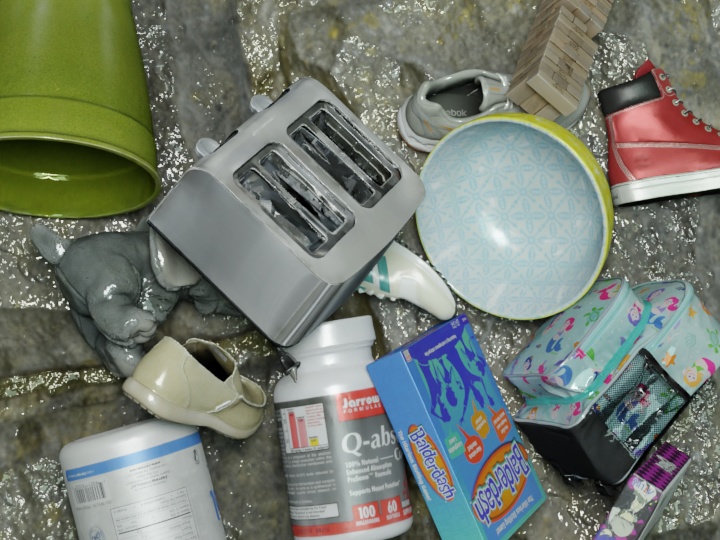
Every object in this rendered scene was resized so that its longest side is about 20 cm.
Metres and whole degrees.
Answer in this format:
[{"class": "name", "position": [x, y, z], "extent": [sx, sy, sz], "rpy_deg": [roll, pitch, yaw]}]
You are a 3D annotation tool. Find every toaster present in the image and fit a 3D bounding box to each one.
[{"class": "toaster", "position": [-0.058, -0.047, 1.200], "extent": [0.200, 0.119, 0.181], "rpy_deg": [44, 48, 2]}]

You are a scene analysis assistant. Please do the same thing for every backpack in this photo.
[{"class": "backpack", "position": [0.245, 0.091, 1.302], "extent": [0.199, 0.177, 0.151], "rpy_deg": [-39, 97, -14]}]

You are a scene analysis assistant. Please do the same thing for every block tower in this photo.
[{"class": "block tower", "position": [0.200, -0.230, 1.337], "extent": [0.054, 0.058, 0.202], "rpy_deg": [35, 52, -15]}]

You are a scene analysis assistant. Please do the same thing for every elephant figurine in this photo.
[{"class": "elephant figurine", "position": [-0.173, -0.002, 1.277], "extent": [0.199, 0.156, 0.141], "rpy_deg": [-34, 48, -21]}]

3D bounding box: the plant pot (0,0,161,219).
[{"class": "plant pot", "position": [-0.275, -0.172, 1.239], "extent": [0.197, 0.201, 0.196], "rpy_deg": [3, 73, -9]}]

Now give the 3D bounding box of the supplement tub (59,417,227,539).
[{"class": "supplement tub", "position": [-0.188, 0.239, 1.237], "extent": [0.130, 0.132, 0.203], "rpy_deg": [-15, 89, -10]}]

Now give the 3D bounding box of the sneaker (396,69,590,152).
[{"class": "sneaker", "position": [0.138, -0.163, 1.342], "extent": [0.197, 0.092, 0.077], "rpy_deg": [-11, 78, -12]}]

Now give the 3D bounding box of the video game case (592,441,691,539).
[{"class": "video game case", "position": [0.233, 0.253, 1.251], "extent": [0.036, 0.200, 0.183], "rpy_deg": [32, 102, 17]}]

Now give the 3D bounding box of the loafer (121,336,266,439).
[{"class": "loafer", "position": [-0.134, 0.102, 1.228], "extent": [0.075, 0.200, 0.069], "rpy_deg": [34, 95, 22]}]

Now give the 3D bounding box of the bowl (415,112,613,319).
[{"class": "bowl", "position": [0.161, -0.066, 1.323], "extent": [0.201, 0.199, 0.108], "rpy_deg": [53, 36, -2]}]

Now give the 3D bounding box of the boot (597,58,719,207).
[{"class": "boot", "position": [0.343, -0.149, 1.393], "extent": [0.197, 0.072, 0.147], "rpy_deg": [-6, 85, -6]}]

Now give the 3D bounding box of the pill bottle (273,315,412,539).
[{"class": "pill bottle", "position": [-0.020, 0.150, 1.280], "extent": [0.114, 0.116, 0.203], "rpy_deg": [-9, 87, -10]}]

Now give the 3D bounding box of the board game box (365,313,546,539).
[{"class": "board game box", "position": [0.094, 0.155, 1.287], "extent": [0.045, 0.152, 0.202], "rpy_deg": [-24, 91, 30]}]

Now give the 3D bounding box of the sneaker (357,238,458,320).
[{"class": "sneaker", "position": [0.000, 0.000, 1.326], "extent": [0.199, 0.070, 0.094], "rpy_deg": [39, 87, -2]}]
